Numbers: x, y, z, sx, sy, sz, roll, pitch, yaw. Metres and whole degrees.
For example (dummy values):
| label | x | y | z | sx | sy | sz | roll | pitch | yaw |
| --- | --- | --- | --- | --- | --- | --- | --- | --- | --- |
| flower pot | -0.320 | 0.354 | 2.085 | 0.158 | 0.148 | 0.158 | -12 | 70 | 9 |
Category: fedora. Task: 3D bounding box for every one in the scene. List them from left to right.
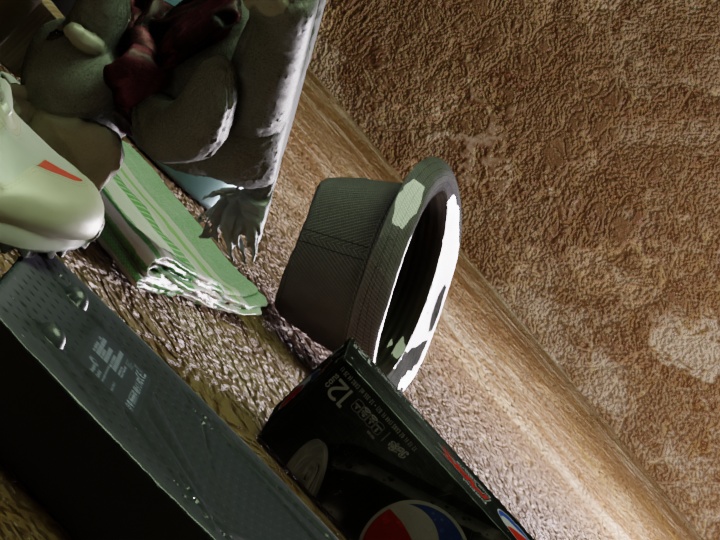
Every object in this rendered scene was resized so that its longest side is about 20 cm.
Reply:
| label | x | y | z | sx | sy | sz | roll | pitch | yaw |
| --- | --- | --- | --- | --- | --- | --- | --- | --- | --- |
| fedora | 0.000 | 0.000 | 1.291 | 0.089 | 0.179 | 0.200 | 18 | -1 | 13 |

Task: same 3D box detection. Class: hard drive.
| label | x | y | z | sx | sy | sz | roll | pitch | yaw |
| --- | --- | --- | --- | --- | --- | --- | --- | --- | --- |
| hard drive | -0.069 | 0.081 | 0.696 | 0.200 | 0.042 | 0.135 | 46 | 7 | -9 |

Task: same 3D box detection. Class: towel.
| label | x | y | z | sx | sy | sz | roll | pitch | yaw |
| --- | --- | --- | --- | --- | --- | --- | --- | --- | --- |
| towel | -0.131 | -0.039 | 1.092 | 0.153 | 0.023 | 0.200 | 49 | 7 | 15 |

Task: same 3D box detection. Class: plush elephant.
| label | x | y | z | sx | sy | sz | roll | pitch | yaw |
| --- | --- | --- | --- | --- | --- | --- | --- | --- | --- |
| plush elephant | -0.106 | -0.111 | 0.976 | 0.153 | 0.201 | 0.165 | 16 | 32 | -1 |

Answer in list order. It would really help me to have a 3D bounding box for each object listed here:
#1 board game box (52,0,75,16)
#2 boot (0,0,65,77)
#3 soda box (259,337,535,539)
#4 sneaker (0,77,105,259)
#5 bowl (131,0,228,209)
| label | x | y | z | sx | sy | sz | roll | pitch | yaw |
| --- | --- | --- | --- | --- | --- | --- | --- | --- | --- |
| board game box | -0.185 | -0.261 | 1.290 | 0.043 | 0.200 | 0.200 | -3 | 40 | -34 |
| boot | -0.232 | -0.184 | 1.012 | 0.155 | 0.077 | 0.200 | 44 | 4 | 2 |
| soda box | 0.037 | 0.133 | 1.002 | 0.200 | 0.063 | 0.071 | 47 | 7 | -3 |
| sneaker | -0.161 | -0.081 | 0.679 | 0.199 | 0.094 | 0.070 | 32 | 5 | -27 |
| bowl | -0.123 | -0.143 | 1.409 | 0.201 | 0.105 | 0.201 | 48 | 6 | -6 |
